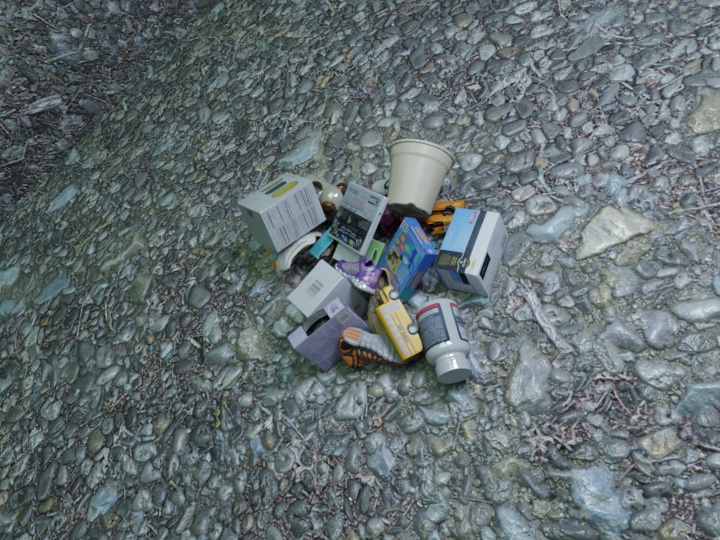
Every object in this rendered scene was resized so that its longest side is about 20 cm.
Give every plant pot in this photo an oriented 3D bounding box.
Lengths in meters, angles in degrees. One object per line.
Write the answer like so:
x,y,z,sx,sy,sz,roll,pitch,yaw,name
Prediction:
0.159,-0.254,1.662,0.200,0.200,0.184,8,78,31,plant pot

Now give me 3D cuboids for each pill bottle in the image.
0.221,0.186,1.489,0.119,0.120,0.200,-21,54,15,pill bottle

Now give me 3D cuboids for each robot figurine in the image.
0.214,-0.156,1.723,0.200,0.058,0.145,-4,43,25,robot figurine

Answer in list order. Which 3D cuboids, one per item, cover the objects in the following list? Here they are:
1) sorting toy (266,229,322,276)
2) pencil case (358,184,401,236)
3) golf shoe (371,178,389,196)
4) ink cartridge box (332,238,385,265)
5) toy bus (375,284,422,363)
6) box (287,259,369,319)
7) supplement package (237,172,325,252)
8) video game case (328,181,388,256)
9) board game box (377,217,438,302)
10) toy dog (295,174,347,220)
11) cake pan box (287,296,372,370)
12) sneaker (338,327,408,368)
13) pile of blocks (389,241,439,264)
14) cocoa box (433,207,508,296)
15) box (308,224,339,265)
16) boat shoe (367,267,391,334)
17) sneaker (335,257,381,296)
-0.212,-0.069,1.833,0.200,0.107,0.180,-46,23,-3,sorting toy
0.046,-0.197,1.834,0.091,0.094,0.200,-16,42,-32,pencil case
0.115,-0.278,1.841,0.200,0.088,0.077,8,67,32,golf shoe
0.010,-0.052,1.740,0.200,0.059,0.104,25,92,48,ink cartridge box
0.101,0.143,1.541,0.078,0.065,0.200,-27,73,-5,toy bus
-0.087,0.092,1.653,0.152,0.200,0.106,-48,53,-5,box
-0.248,-0.187,1.799,0.200,0.151,0.152,-37,37,-24,supplement package
-0.010,-0.158,1.702,0.200,0.023,0.182,34,103,51,video game case
0.130,-0.029,1.640,0.200,0.045,0.152,-60,42,37,board game box
-0.112,-0.249,1.880,0.140,0.194,0.200,-47,42,-16,toy dog
-0.083,0.182,1.599,0.184,0.200,0.052,-41,51,3,cake pan box
0.034,0.232,1.592,0.200,0.112,0.078,22,44,3,sneaker
0.169,-0.075,1.707,0.200,0.062,0.082,12,68,32,pile of blocks
0.308,-0.052,1.576,0.131,0.133,0.200,11,68,32,cocoa box
-0.069,-0.105,1.836,0.200,0.082,0.049,-48,53,-5,box
0.057,0.093,1.627,0.071,0.065,0.200,-2,83,-2,boat shoe
0.000,0.000,1.633,0.089,0.080,0.200,-61,33,3,sneaker
